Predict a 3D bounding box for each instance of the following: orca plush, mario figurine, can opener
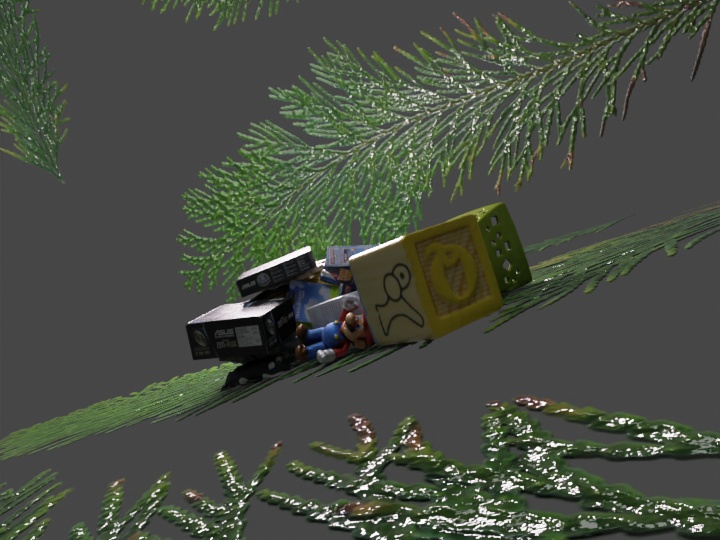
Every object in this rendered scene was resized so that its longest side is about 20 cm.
[{"bbox_3d":[-0.245,0.214,1.458,0.198,0.072,0.104,-19,0,45],"label":"orca plush"},{"bbox_3d":[-0.049,0.121,1.343,0.197,0.126,0.106,-19,-5,17],"label":"mario figurine"},{"bbox_3d":[-0.209,0.203,1.534,0.197,0.068,0.053,-19,-1,25],"label":"can opener"}]

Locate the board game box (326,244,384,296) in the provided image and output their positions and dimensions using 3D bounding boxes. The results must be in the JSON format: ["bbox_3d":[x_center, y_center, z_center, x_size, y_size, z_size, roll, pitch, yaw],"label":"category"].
[{"bbox_3d":[0.010,0.011,1.507,0.196,0.063,0.201,7,-39,-9],"label":"board game box"}]

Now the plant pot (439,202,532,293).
[{"bbox_3d":[0.245,-0.019,1.477,0.180,0.202,0.198,-27,6,-41],"label":"plant pot"}]

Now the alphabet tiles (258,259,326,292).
[{"bbox_3d":[-0.187,0.018,1.704,0.198,0.015,0.194,-13,13,48],"label":"alphabet tiles"}]

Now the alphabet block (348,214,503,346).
[{"bbox_3d":[0.124,0.023,1.249,0.194,0.199,0.199,-21,2,-33],"label":"alphabet block"}]

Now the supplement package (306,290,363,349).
[{"bbox_3d":[0.001,0.104,1.445,0.197,0.119,0.117,-18,-1,22],"label":"supplement package"}]

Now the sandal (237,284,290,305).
[{"bbox_3d":[-0.242,0.087,1.634,0.198,0.055,0.081,-29,12,-26],"label":"sandal"}]

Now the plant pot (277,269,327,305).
[{"bbox_3d":[-0.138,0.119,1.731,0.197,0.203,0.177,-18,15,24],"label":"plant pot"}]

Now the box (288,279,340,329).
[{"bbox_3d":[-0.083,0.093,1.583,0.196,0.124,0.048,7,-37,-5],"label":"box"}]

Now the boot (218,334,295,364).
[{"bbox_3d":[-0.252,0.196,1.586,0.198,0.069,0.130,-28,-30,32],"label":"boot"}]

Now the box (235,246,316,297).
[{"bbox_3d":[-0.209,0.000,1.617,0.197,0.045,0.160,-23,7,-2],"label":"box"}]

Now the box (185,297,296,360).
[{"bbox_3d":[-0.269,0.131,1.470,0.196,0.088,0.164,-7,10,20],"label":"box"}]

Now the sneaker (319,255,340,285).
[{"bbox_3d":[0.000,0.000,1.616,0.196,0.087,0.077,8,3,-10],"label":"sneaker"}]
